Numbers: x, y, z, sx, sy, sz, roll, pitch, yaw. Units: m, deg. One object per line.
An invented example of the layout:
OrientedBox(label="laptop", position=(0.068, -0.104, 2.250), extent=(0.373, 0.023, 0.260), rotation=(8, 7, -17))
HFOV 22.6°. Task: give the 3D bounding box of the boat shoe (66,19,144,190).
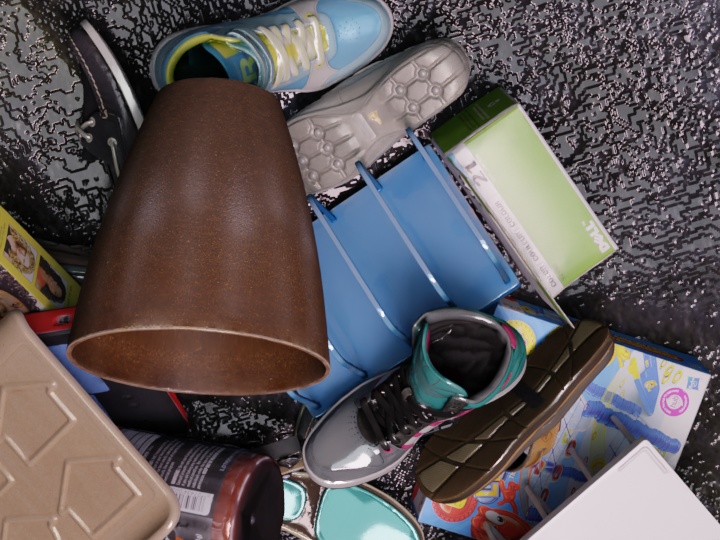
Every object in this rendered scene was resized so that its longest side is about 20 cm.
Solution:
OrientedBox(label="boat shoe", position=(-0.193, -0.099, 1.429), extent=(0.060, 0.074, 0.201), rotation=(-25, 112, -5))

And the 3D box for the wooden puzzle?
OrientedBox(label="wooden puzzle", position=(-0.241, 0.152, 1.352), extent=(0.185, 0.046, 0.200), rotation=(-42, 84, 30))

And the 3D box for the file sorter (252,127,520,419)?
OrientedBox(label="file sorter", position=(0.000, 0.000, 1.416), extent=(0.200, 0.123, 0.139), rotation=(-34, 75, 4))

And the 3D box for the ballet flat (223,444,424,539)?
OrientedBox(label="ballet flat", position=(-0.041, 0.195, 1.509), extent=(0.199, 0.069, 0.070), rotation=(23, 99, -7))

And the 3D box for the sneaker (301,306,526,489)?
OrientedBox(label="sneaker", position=(0.042, 0.094, 1.373), extent=(0.199, 0.121, 0.084), rotation=(-32, 73, -8))

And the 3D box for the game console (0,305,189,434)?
OrientedBox(label="game console", position=(-0.252, 0.095, 1.416), extent=(0.199, 0.031, 0.177), rotation=(-8, 141, 11))

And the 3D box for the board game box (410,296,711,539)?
OrientedBox(label="board game box", position=(0.167, 0.142, 1.524), extent=(0.195, 0.056, 0.201), rotation=(17, 100, -9))

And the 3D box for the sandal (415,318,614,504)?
OrientedBox(label="sandal", position=(0.132, 0.121, 1.459), extent=(0.200, 0.082, 0.055), rotation=(-44, 125, -2))

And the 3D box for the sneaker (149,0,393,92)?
OrientedBox(label="sneaker", position=(-0.064, -0.164, 1.395), extent=(0.199, 0.131, 0.080), rotation=(-17, 103, -3))

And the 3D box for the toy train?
OrientedBox(label="toy train", position=(-0.011, 0.135, 1.456), extent=(0.199, 0.046, 0.034), rotation=(-16, 64, 0))

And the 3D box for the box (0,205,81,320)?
OrientedBox(label="box", position=(-0.258, 0.030, 1.400), extent=(0.075, 0.050, 0.200), rotation=(-15, 140, 23))

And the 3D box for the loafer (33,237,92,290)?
OrientedBox(label="loafer", position=(-0.238, -0.003, 1.449), extent=(0.199, 0.063, 0.072), rotation=(11, 144, -10))

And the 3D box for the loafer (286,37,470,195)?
OrientedBox(label="loafer", position=(0.002, -0.121, 1.445), extent=(0.199, 0.070, 0.070), rotation=(-27, 102, 19))

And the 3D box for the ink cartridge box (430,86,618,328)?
OrientedBox(label="ink cartridge box", position=(0.135, -0.052, 1.403), extent=(0.076, 0.200, 0.148), rotation=(-35, 104, 3))

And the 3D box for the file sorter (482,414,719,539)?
OrientedBox(label="file sorter", position=(0.183, 0.233, 1.452), extent=(0.200, 0.125, 0.139), rotation=(-41, 102, 4))

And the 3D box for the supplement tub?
OrientedBox(label="supplement tub", position=(-0.167, 0.180, 1.413), extent=(0.199, 0.107, 0.108), rotation=(8, 103, 21))

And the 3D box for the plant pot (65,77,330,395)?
OrientedBox(label="plant pot", position=(-0.110, -0.029, 1.297), extent=(0.186, 0.187, 0.201), rotation=(4, 73, -7))

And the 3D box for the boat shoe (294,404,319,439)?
OrientedBox(label="boat shoe", position=(0.020, 0.091, 1.494), extent=(0.200, 0.062, 0.073), rotation=(-44, 104, 5))
